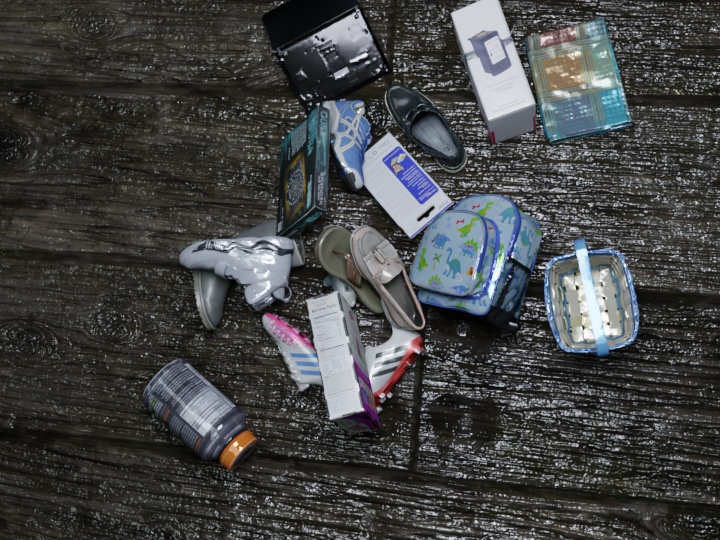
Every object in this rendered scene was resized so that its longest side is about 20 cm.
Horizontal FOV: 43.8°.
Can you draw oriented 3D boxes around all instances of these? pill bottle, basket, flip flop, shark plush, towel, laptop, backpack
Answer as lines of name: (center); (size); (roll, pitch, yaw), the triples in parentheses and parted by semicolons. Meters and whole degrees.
pill bottle: (-0.271, 0.253, 1.543); (0.200, 0.106, 0.106); (39, 90, 14)
basket: (0.360, 0.051, 1.399); (0.138, 0.200, 0.177); (-9, 79, 9)
flip flop: (0.000, 0.000, 1.493); (0.057, 0.200, 0.081); (4, 53, 51)
shark plush: (-0.032, 0.021, 1.569); (0.083, 0.091, 0.201); (-1, 96, 35)
towel: (0.373, -0.327, 1.546); (0.146, 0.022, 0.201); (-12, 79, 8)
laptop: (-0.065, -0.418, 1.651); (0.177, 0.103, 0.201); (-27, 103, 7)
backpack: (0.190, -0.024, 1.451); (0.183, 0.147, 0.201); (12, 76, 50)

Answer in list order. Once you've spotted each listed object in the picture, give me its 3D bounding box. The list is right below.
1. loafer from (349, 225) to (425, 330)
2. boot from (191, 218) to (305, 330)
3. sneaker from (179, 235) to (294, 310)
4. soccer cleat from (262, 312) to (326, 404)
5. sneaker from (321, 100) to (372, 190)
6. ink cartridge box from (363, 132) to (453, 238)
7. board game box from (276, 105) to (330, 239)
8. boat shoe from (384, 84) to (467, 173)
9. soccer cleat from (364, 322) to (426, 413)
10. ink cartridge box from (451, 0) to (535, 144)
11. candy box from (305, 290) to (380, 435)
loafer: (0.052, 0.014, 1.457); (0.072, 0.063, 0.201); (-39, 118, -20)
boot: (-0.195, 0.003, 1.591); (0.199, 0.073, 0.183); (-9, 82, 3)
sneaker: (-0.209, 0.007, 1.518); (0.199, 0.075, 0.116); (-5, 77, 3)
soccer cleat: (-0.104, 0.154, 1.543); (0.200, 0.070, 0.086); (36, 89, 13)
sneaker: (-0.016, -0.227, 1.558); (0.077, 0.076, 0.201); (-12, 58, -1)
ink cartridge box: (0.071, -0.143, 1.541); (0.095, 0.037, 0.200); (-40, 56, 3)
board game box: (-0.098, -0.166, 1.540); (0.028, 0.135, 0.201); (16, 61, -29)
boat shoe: (0.110, -0.256, 1.563); (0.074, 0.066, 0.200); (-35, 77, 5)
soccer cleat: (0.026, 0.175, 1.521); (0.085, 0.069, 0.200); (40, 87, 22)
ink cartridge box: (0.226, -0.335, 1.512); (0.084, 0.145, 0.201); (-18, 79, 8)
candy box: (-0.028, 0.150, 1.434); (0.061, 0.136, 0.201); (-15, 67, 7)
